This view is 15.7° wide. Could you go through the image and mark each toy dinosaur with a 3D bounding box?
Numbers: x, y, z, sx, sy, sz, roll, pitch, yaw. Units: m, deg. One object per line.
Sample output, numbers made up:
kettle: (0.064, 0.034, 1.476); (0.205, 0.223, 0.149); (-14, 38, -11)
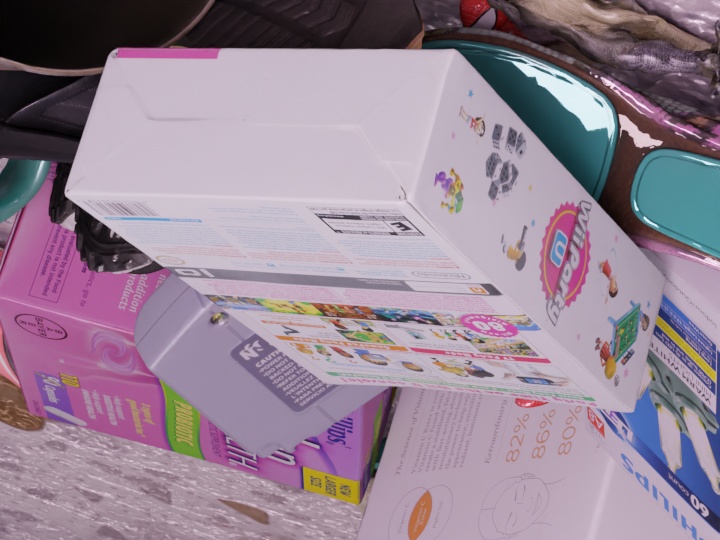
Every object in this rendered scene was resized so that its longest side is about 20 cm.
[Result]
toy dinosaur: (0.102, -0.099, 1.027); (0.200, 0.048, 0.088); (24, 171, -23)

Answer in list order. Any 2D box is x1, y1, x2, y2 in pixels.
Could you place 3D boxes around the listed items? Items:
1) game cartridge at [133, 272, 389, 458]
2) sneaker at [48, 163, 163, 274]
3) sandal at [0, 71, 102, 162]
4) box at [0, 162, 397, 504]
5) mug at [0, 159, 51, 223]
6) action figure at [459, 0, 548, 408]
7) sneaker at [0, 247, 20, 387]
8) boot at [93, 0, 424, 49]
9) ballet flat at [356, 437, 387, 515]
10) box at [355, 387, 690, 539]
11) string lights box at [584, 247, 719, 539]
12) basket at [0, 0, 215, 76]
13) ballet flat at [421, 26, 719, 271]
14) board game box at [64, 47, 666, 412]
game cartridge: (0.000, 0.000, 1.199); (0.200, 0.041, 0.133); (-35, 144, 8)
sneaker: (-0.097, -0.040, 1.232); (0.079, 0.074, 0.200); (9, -172, -14)
sandal: (-0.129, -0.083, 1.129); (0.200, 0.075, 0.048); (-6, 134, -33)
box: (-0.080, 0.030, 1.393); (0.199, 0.097, 0.176); (15, 158, 5)
mug: (-0.233, -0.062, 1.202); (0.185, 0.115, 0.152); (26, 177, -12)
action figure: (0.060, -0.034, 1.118); (0.065, 0.052, 0.201); (35, 139, 45)
sneaker: (-0.223, 0.012, 1.516); (0.200, 0.074, 0.087); (39, 163, -34)
boot: (-0.021, -0.065, 1.052); (0.200, 0.077, 0.139); (23, 151, 52)
ballet flat: (0.036, 0.128, 1.540); (0.067, 0.063, 0.200); (-23, 180, -11)
box: (0.107, 0.107, 1.363); (0.106, 0.153, 0.200); (30, 156, -29)
string lights box: (0.147, 0.033, 1.139); (0.103, 0.059, 0.200); (47, 160, 32)
basket: (-0.178, -0.141, 1.021); (0.180, 0.137, 0.200); (2, 180, -43)
ballet flat: (0.107, -0.046, 1.038); (0.199, 0.069, 0.071); (20, -161, 9)
board game box: (0.008, -0.013, 0.984); (0.147, 0.064, 0.200); (4, 159, 31)
